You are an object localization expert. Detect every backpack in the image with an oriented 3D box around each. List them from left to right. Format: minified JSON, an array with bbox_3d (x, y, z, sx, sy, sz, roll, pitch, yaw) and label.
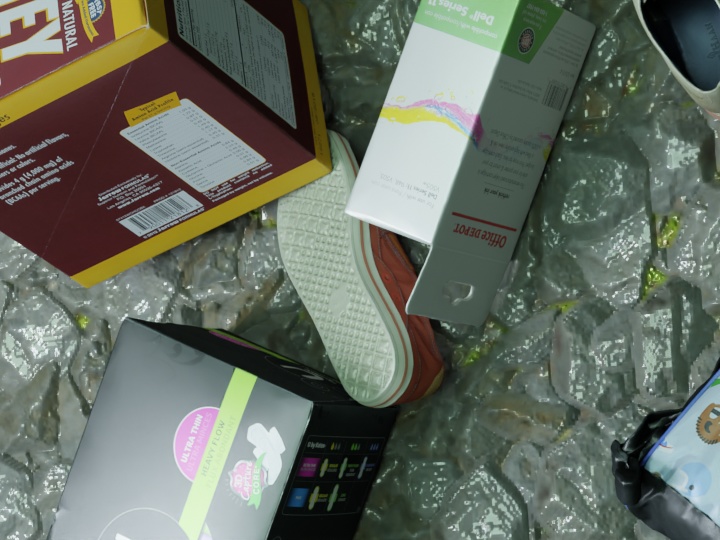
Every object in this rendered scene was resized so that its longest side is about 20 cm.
[{"bbox_3d":[0.250,0.086,1.419,0.154,0.200,0.191,31,92,21],"label":"backpack"}]

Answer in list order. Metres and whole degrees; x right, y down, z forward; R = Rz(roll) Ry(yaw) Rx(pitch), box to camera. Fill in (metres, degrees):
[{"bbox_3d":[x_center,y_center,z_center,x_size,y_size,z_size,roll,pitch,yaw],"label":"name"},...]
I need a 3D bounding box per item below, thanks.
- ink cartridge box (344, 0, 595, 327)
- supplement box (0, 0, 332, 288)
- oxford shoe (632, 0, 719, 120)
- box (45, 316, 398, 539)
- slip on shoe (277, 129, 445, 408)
[{"bbox_3d":[0.060,-0.073,1.562,0.067,0.117,0.200,22,94,28],"label":"ink cartridge box"},{"bbox_3d":[-0.159,-0.118,1.614,0.197,0.200,0.133,-24,55,22],"label":"supplement box"},{"bbox_3d":[0.185,-0.183,1.534,0.071,0.074,0.200,-34,71,20],"label":"oxford shoe"},{"bbox_3d":[-0.092,0.148,1.614,0.148,0.124,0.200,22,96,26],"label":"box"},{"bbox_3d":[0.000,0.000,1.622,0.074,0.061,0.200,-41,55,30],"label":"slip on shoe"}]
